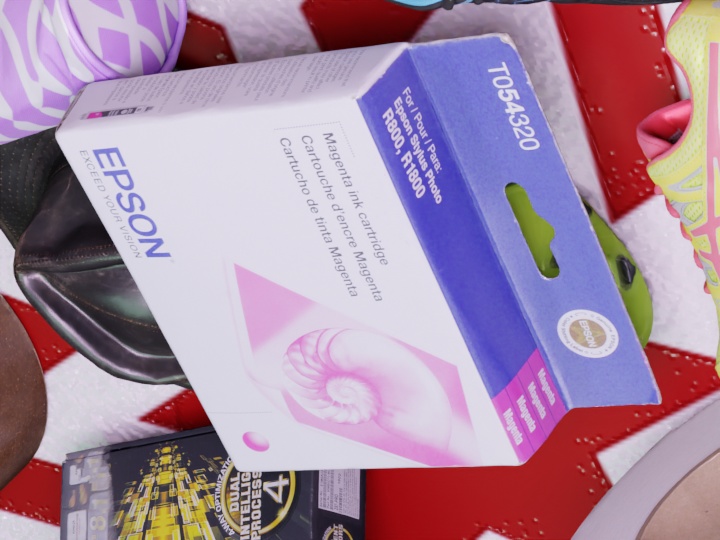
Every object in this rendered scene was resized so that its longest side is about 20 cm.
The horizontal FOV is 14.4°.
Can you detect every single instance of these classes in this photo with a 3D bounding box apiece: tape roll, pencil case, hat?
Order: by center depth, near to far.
[{"bbox_3d":[0.163,0.106,1.152,0.202,0.203,0.037,-24,113,39],"label":"tape roll"},{"bbox_3d":[-0.168,-0.096,1.240,0.199,0.084,0.085,-17,135,36],"label":"pencil case"},{"bbox_3d":[-0.101,-0.001,1.285,0.199,0.081,0.202,15,132,17],"label":"hat"}]

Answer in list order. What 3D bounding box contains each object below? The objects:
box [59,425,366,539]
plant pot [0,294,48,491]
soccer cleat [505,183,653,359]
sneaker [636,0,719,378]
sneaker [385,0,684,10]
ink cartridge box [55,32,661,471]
[{"bbox_3d":[-0.071,0.175,1.345,0.160,0.202,0.049,-13,159,37],"label":"box"},{"bbox_3d":[-0.279,0.098,1.377,0.186,0.200,0.188,15,131,17],"label":"plant pot"},{"bbox_3d":[0.035,-0.021,1.218,0.199,0.068,0.081,32,161,-8],"label":"soccer cleat"},{"bbox_3d":[0.153,-0.033,1.129,0.090,0.078,0.201,18,134,19],"label":"sneaker"},{"bbox_3d":[0.060,-0.125,1.101,0.199,0.082,0.074,4,125,23],"label":"sneaker"},{"bbox_3d":[0.000,0.000,1.168,0.199,0.043,0.197,-4,129,31],"label":"ink cartridge box"}]
